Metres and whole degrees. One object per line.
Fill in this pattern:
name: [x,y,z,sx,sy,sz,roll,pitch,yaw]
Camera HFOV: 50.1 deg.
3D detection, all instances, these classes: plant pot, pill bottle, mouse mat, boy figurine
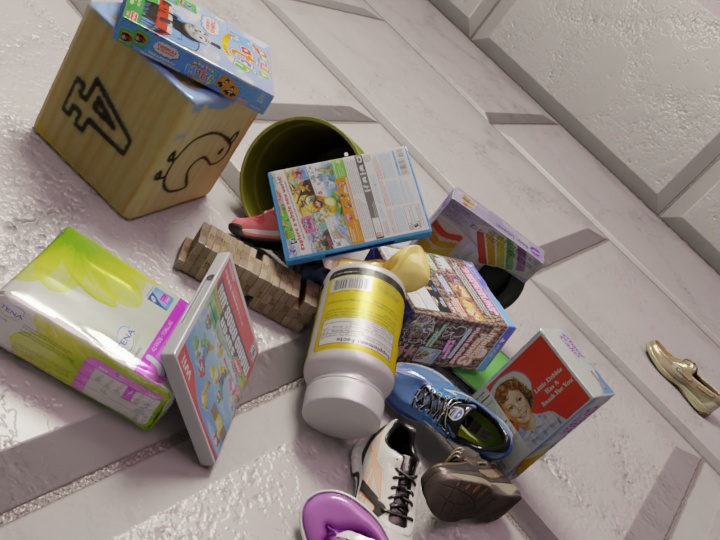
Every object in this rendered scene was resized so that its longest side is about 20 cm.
plant pot: [-0.059,-0.136,1.216,0.200,0.200,0.193,43,17,7]
pill bottle: [-0.009,0.099,0.963,0.114,0.114,0.200,28,48,-19]
mouse mat: [0.194,0.151,1.244,0.200,0.008,0.161,40,29,5]
boy figurine: [0.000,0.000,1.067,0.124,0.199,0.065,18,72,-54]

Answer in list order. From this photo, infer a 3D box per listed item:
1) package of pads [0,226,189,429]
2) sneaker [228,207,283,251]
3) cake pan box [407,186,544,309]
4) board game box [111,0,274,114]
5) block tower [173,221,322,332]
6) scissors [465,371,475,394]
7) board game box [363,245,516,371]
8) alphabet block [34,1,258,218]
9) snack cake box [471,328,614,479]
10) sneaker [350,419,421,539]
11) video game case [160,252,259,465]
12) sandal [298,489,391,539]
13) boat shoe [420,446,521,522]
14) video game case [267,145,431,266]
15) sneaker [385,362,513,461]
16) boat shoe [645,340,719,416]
package of pads: [-0.266,0.059,0.804,0.200,0.068,0.155,33,28,-9]
sneaker: [-0.089,-0.075,1.104,0.074,0.199,0.087,48,44,-75]
cake pan box: [0.183,-0.013,1.305,0.200,0.184,0.052,36,33,-8]
board game box: [-0.207,-0.290,0.982,0.200,0.037,0.152,24,32,-27]
block tower: [-0.144,0.010,1.026,0.200,0.058,0.054,28,30,-17]
scissors: [0.166,0.155,1.223,0.073,0.014,0.200,-2,47,-53]
board game box: [0.106,0.057,1.177,0.199,0.097,0.160,11,34,-33]
alphabet block: [-0.279,-0.220,1.045,0.196,0.200,0.195,44,30,9]
snack cake box: [0.231,0.186,1.061,0.067,0.200,0.115,4,45,-48]
sneaker: [0.031,0.252,0.866,0.074,0.080,0.200,28,33,-25]
video game case: [-0.157,0.089,0.841,0.017,0.143,0.200,-5,30,11]
sandal: [0.010,0.303,0.764,0.082,0.050,0.203,-27,66,-20]
boat shoe: [0.126,0.262,0.954,0.200,0.074,0.073,34,18,-50]
video game case: [-0.017,-0.091,1.054,0.199,0.018,0.144,-12,65,-6]
sneaker: [0.115,0.179,1.012,0.200,0.079,0.089,28,-12,9]
boat shoe: [0.721,0.226,1.713,0.072,0.065,0.200,-3,50,-51]
